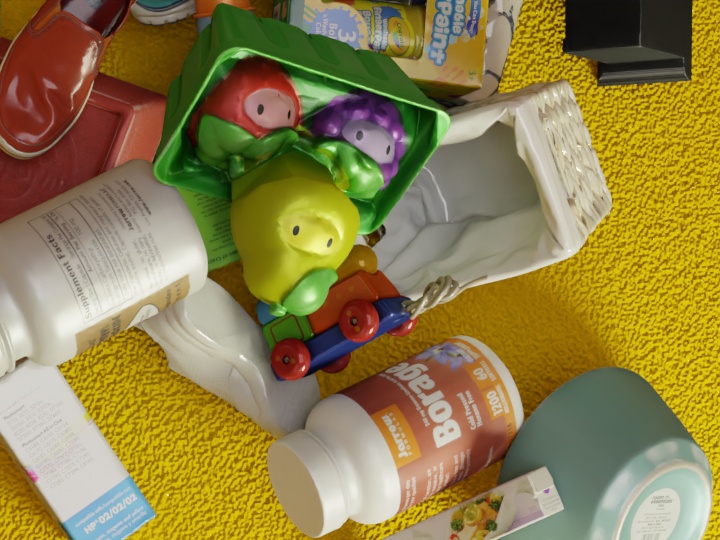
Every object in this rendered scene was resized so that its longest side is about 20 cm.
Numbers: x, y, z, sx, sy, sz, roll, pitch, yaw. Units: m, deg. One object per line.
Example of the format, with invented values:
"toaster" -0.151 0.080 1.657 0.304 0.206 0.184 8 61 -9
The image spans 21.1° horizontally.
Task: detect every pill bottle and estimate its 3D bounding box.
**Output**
"pill bottle" 0.028 0.139 1.588 0.200 0.112 0.113 -25 96 -28
"pill bottle" -0.225 0.006 1.445 0.200 0.114 0.115 -28 97 -23

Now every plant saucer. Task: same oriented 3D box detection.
"plant saucer" -0.276 -0.081 1.537 0.199 0.037 0.201 20 83 3

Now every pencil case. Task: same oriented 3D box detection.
"pencil case" 0.092 -0.225 1.649 0.089 0.078 0.201 15 85 1

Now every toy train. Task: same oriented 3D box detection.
"toy train" 0.000 0.000 1.537 0.200 0.085 0.116 -30 78 26

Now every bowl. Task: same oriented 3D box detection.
"bowl" 0.219 0.193 1.620 0.200 0.105 0.202 -18 120 -33

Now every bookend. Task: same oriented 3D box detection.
"bookend" 0.197 -0.265 1.619 0.198 0.092 0.201 1 89 -55

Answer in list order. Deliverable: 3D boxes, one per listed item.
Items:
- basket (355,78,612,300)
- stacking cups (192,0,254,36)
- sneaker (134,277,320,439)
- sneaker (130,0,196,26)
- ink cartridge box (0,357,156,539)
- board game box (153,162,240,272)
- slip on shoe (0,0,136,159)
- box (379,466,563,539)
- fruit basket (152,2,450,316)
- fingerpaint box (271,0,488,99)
"basket" 0.089 -0.067 1.574 0.123 0.199 0.136 -36 108 -57
"stacking cups" -0.104 -0.186 1.545 0.060 0.060 0.201 -8 96 -15
"sneaker" -0.112 0.077 1.596 0.200 0.088 0.075 48 44 -33
"sneaker" -0.110 -0.274 1.581 0.200 0.077 0.080 -33 131 -14
"ink cartridge box" -0.250 0.126 1.529 0.068 0.115 0.200 -35 98 -13
"board game box" -0.121 -0.055 1.603 0.199 0.048 0.102 -22 95 -14
"slip on shoe" -0.225 -0.179 1.496 0.074 0.061 0.200 32 82 -10
"box" 0.073 0.218 1.591 0.200 0.041 0.039 -29 79 29
"fruit basket" -0.045 -0.077 1.431 0.215 0.216 0.156 27 124 -13
"fingerpaint box" 0.019 -0.250 1.555 0.166 0.073 0.201 6 86 -15
